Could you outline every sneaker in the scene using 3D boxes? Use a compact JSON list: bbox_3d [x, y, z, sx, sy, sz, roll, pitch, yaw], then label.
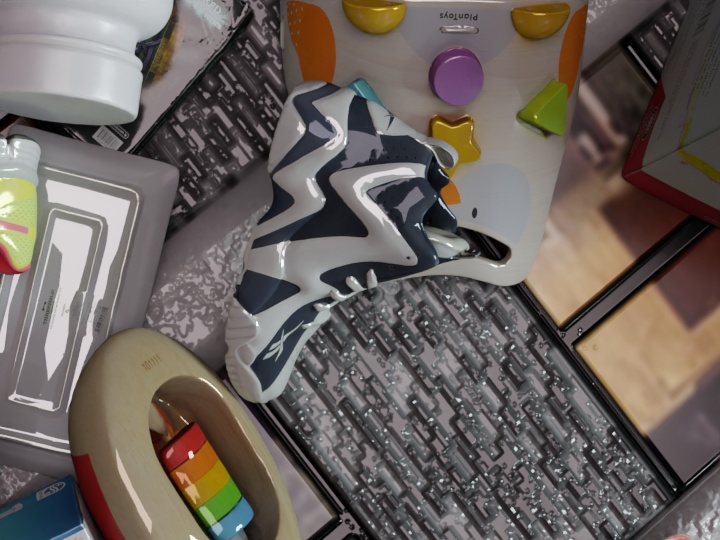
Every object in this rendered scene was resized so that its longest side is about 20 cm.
[{"bbox_3d":[-0.265,-0.021,0.844,0.198,0.078,0.092,-9,93,-26],"label":"sneaker"},{"bbox_3d":[0.000,0.000,0.903,0.128,0.079,0.202,17,104,7],"label":"sneaker"}]

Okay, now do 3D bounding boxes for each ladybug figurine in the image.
[{"bbox_3d":[-0.105,0.131,0.898,0.071,0.136,0.202,-28,94,29],"label":"ladybug figurine"}]

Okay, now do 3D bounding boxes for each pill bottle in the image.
[{"bbox_3d":[-0.162,-0.191,0.880,0.118,0.120,0.203,6,85,-7],"label":"pill bottle"}]

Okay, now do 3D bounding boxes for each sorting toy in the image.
[{"bbox_3d":[0.051,-0.080,0.953,0.197,0.107,0.183,-1,105,-7],"label":"sorting toy"}]

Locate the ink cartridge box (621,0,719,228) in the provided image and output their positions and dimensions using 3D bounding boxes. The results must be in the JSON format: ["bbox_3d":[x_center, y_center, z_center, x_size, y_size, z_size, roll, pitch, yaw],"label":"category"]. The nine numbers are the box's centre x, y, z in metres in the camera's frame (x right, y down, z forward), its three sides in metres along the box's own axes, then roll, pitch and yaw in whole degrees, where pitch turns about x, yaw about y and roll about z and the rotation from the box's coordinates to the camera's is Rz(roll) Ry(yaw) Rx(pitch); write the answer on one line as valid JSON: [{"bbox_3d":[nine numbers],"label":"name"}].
[{"bbox_3d":[0.269,-0.103,0.917,0.143,0.200,0.147,25,83,-5],"label":"ink cartridge box"}]

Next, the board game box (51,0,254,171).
[{"bbox_3d":[-0.182,-0.174,0.950,0.200,0.028,0.136,41,82,-2],"label":"board game box"}]

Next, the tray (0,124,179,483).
[{"bbox_3d":[-0.182,0.023,0.924,0.106,0.022,0.203,14,93,-6],"label":"tray"}]

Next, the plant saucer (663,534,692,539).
[{"bbox_3d":[0.142,0.289,0.946,0.198,0.037,0.202,-20,88,-9],"label":"plant saucer"}]

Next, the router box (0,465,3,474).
[{"bbox_3d":[-0.305,0.134,0.796,0.149,0.062,0.201,32,70,11],"label":"router box"}]

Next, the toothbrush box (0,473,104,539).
[{"bbox_3d":[-0.218,0.232,0.869,0.198,0.085,0.148,-25,107,-8],"label":"toothbrush box"}]
